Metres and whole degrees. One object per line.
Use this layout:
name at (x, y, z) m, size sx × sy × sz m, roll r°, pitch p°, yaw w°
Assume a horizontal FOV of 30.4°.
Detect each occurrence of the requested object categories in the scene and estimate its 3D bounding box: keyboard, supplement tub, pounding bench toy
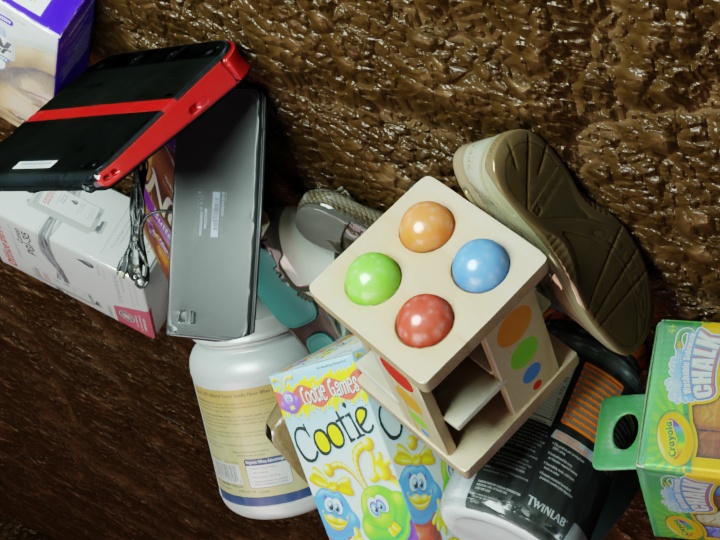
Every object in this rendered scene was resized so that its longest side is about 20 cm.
keyboard at (-0.135, -0.046, 1.062) m, size 0.125 × 0.204 × 0.021 m, roll 5°, pitch -178°, yaw 18°
supplement tub at (-0.089, 0.126, 1.311) m, size 0.143 × 0.144 × 0.203 m, roll 5°, pitch 113°, yaw 43°
pounding bench toy at (0.037, 0.018, 0.970) m, size 0.199 × 0.124 × 0.157 m, roll 38°, pitch 164°, yaw 37°
supplement tub at (0.154, 0.135, 1.076) m, size 0.121 × 0.202 × 0.123 m, roll 24°, pitch 156°, yaw 11°

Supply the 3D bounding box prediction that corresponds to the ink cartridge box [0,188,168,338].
ink cartridge box at (-0.288, -0.029, 1.391) m, size 0.198 × 0.083 × 0.147 m, roll 25°, pitch 156°, yaw 9°

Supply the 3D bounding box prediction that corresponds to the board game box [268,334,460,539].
board game box at (0.022, 0.157, 1.122) m, size 0.102 × 0.104 × 0.203 m, roll -18°, pitch 94°, yaw 42°

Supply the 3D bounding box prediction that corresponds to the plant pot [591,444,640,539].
plant pot at (0.143, 0.193, 1.226) m, size 0.161 × 0.201 × 0.201 m, roll 43°, pitch 157°, yaw 5°

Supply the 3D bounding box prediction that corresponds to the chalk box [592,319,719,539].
chalk box at (0.269, 0.121, 0.969) m, size 0.197 × 0.126 × 0.124 m, roll 2°, pitch 147°, yaw 21°

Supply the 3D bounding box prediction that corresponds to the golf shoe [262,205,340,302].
golf shoe at (0.000, 0.000, 1.167) m, size 0.087 × 0.078 × 0.199 m, roll -22°, pitch 131°, yaw 39°

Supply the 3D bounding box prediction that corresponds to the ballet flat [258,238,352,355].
ballet flat at (-0.036, 0.041, 1.225) m, size 0.067 × 0.064 × 0.201 m, roll -19°, pitch 111°, yaw 43°

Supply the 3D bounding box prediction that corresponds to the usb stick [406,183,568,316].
usb stick at (0.121, -0.009, 1.040) m, size 0.198 × 0.033 × 0.056 m, roll 28°, pitch 157°, yaw 4°

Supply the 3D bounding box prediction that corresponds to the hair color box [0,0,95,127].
hair color box at (-0.284, -0.192, 1.095) m, size 0.108 × 0.065 × 0.200 m, roll 30°, pitch 158°, yaw -3°

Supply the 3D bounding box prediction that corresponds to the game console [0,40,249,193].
game console at (-0.193, -0.113, 1.012) m, size 0.198 × 0.177 × 0.031 m, roll 2°, pitch 132°, yaw 45°

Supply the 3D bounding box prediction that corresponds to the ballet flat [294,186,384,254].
ballet flat at (0.040, -0.017, 1.101) m, size 0.198 × 0.047 × 0.068 m, roll 25°, pitch 139°, yaw 5°

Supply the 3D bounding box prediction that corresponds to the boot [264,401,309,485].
boot at (-0.014, 0.183, 1.252) m, size 0.200 × 0.076 × 0.073 m, roll 47°, pitch 169°, yaw -26°

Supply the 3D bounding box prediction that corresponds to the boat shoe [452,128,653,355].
boat shoe at (0.142, -0.020, 0.959) m, size 0.201 × 0.071 × 0.064 m, roll 52°, pitch 154°, yaw -21°

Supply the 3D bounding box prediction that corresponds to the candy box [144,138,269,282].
candy box at (-0.146, -0.047, 1.173) m, size 0.118 × 0.056 × 0.200 m, roll 62°, pitch 157°, yaw 11°
